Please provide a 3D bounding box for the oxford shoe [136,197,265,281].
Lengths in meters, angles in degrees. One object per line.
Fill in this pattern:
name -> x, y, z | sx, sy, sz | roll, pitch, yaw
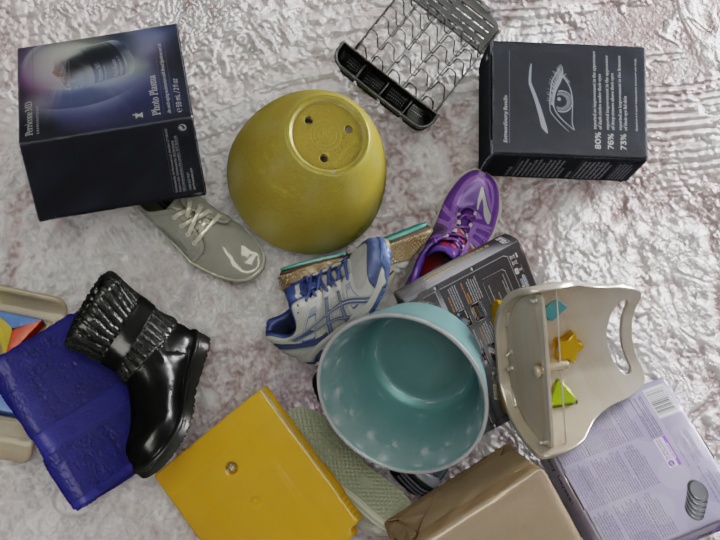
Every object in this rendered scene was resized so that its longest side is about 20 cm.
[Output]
oxford shoe -> -0.202, -0.057, 1.686 | 0.200, 0.058, 0.075 | 39, 76, 2

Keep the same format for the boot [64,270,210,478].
boot -> -0.269, 0.118, 1.593 | 0.157, 0.079, 0.212 | 35, 43, -26

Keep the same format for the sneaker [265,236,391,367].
sneaker -> -0.040, 0.033, 1.621 | 0.088, 0.200, 0.076 | 23, 33, -22

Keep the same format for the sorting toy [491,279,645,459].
sorting toy -> 0.254, 0.093, 1.618 | 0.179, 0.107, 0.202 | -11, 104, -21

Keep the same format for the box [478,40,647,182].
box -> 0.248, -0.197, 1.730 | 0.198, 0.104, 0.149 | 3, 79, -3

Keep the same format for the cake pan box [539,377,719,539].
cake pan box -> 0.319, 0.236, 1.632 | 0.183, 0.052, 0.201 | -17, 60, -20

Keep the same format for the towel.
towel -> -0.329, 0.162, 1.623 | 0.147, 0.049, 0.201 | -33, 90, -35

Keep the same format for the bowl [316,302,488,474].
bowl -> 0.060, 0.117, 1.572 | 0.199, 0.105, 0.202 | 8, 117, 16

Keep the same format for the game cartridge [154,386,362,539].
game cartridge -> -0.117, 0.265, 1.617 | 0.176, 0.032, 0.200 | -38, 85, 14

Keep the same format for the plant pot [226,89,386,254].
plant pot -> -0.052, -0.137, 1.660 | 0.198, 0.142, 0.202 | 4, 72, -13

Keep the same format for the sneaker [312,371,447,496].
sneaker -> 0.032, 0.175, 1.666 | 0.200, 0.074, 0.088 | 45, 66, -4

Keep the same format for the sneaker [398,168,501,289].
sneaker -> 0.117, -0.034, 1.699 | 0.080, 0.083, 0.201 | 26, 77, 1

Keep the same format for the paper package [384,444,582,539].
paper package -> 0.156, 0.334, 1.586 | 0.190, 0.103, 0.201 | -31, 107, -9

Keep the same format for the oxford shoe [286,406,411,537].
oxford shoe -> -0.022, 0.243, 1.647 | 0.200, 0.058, 0.075 | 43, 51, 11

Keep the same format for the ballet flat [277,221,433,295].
ballet flat -> 0.000, 0.000, 1.688 | 0.199, 0.071, 0.066 | -18, 91, 10

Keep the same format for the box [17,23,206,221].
box -> -0.294, -0.176, 1.632 | 0.197, 0.124, 0.201 | -11, 43, -6

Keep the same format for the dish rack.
dish rack -> 0.078, -0.287, 1.761 | 0.153, 0.055, 0.200 | 38, 78, 3

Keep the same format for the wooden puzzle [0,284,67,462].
wooden puzzle -> -0.459, 0.111, 1.646 | 0.184, 0.046, 0.202 | 12, 78, -2

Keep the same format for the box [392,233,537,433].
box -> 0.150, 0.081, 1.658 | 0.158, 0.048, 0.201 | -28, 107, -8
